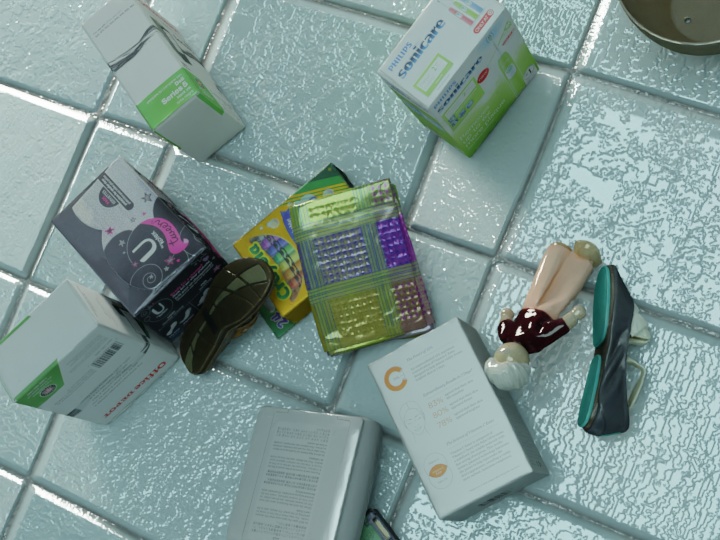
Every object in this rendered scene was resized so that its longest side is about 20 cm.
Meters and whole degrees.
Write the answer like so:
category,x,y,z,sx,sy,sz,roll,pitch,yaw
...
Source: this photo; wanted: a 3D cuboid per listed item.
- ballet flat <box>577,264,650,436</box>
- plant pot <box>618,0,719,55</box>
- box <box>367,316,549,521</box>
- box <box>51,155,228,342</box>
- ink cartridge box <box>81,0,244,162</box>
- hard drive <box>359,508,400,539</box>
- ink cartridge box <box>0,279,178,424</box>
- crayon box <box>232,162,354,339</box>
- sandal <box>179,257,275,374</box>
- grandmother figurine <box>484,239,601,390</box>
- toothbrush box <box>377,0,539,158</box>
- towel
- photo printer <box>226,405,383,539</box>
category,x,y,z,sx,sy,sz,roll,pitch,yaw
ballet flat,0.295,0.094,1.423,0.073,0.073,0.200,4,74,21
plant pot,0.400,-0.332,1.437,0.200,0.134,0.201,-4,77,18
box,0.114,0.175,1.447,0.124,0.097,0.200,-29,71,12
box,-0.280,-0.030,1.613,0.132,0.115,0.200,-44,64,-2
ink cartridge box,-0.262,-0.259,1.655,0.084,0.145,0.200,-38,69,8
hard drive,-0.018,0.400,1.477,0.200,0.038,0.140,-43,68,7
ink cartridge box,-0.347,0.109,1.576,0.146,0.200,0.084,-42,65,6
crayon box,-0.072,-0.024,1.585,0.200,0.052,0.126,-40,68,8
sandal,-0.163,0.059,1.582,0.200,0.055,0.082,-55,52,29
grandmother figurine,0.201,0.054,1.423,0.121,0.061,0.200,-17,35,58
toothbrush box,0.121,-0.239,1.482,0.086,0.200,0.146,39,92,23
towel,0.000,0.000,1.524,0.143,0.023,0.200,-15,94,7
photo printer,-0.069,0.269,1.484,0.166,0.069,0.200,2,68,30
